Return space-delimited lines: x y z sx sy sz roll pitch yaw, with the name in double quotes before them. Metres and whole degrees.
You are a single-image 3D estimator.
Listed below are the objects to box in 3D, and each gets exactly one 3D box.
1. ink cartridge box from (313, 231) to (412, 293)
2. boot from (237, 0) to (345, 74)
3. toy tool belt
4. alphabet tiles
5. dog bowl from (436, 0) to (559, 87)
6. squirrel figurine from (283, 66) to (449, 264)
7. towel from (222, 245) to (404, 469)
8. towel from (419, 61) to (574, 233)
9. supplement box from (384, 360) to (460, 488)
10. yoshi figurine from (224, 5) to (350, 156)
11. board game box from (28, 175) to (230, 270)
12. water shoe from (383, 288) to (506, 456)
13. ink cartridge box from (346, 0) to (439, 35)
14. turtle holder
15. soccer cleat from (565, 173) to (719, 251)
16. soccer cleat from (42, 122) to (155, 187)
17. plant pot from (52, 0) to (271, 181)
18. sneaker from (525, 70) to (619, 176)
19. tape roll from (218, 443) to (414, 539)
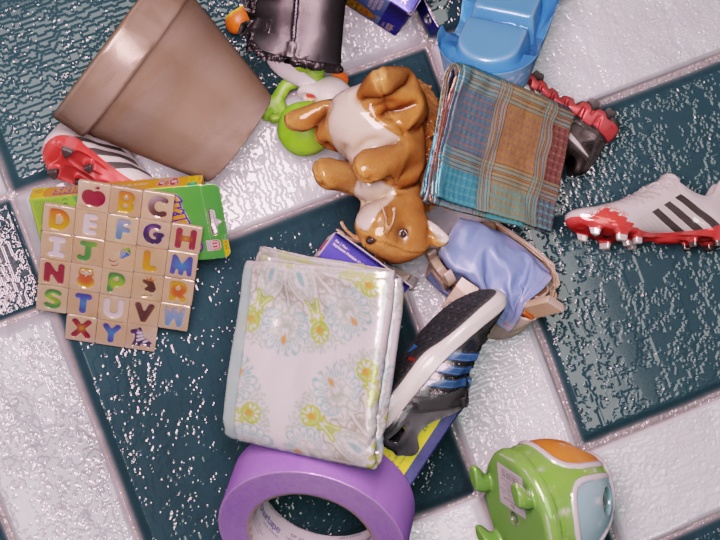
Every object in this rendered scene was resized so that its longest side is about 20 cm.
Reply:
"ink cartridge box" 0.000 0.000 1.374 0.095 0.200 0.037 36 86 -3
"boot" -0.023 -0.281 1.319 0.198 0.073 0.163 12 99 7
"toy tool belt" 0.125 -0.005 1.425 0.200 0.123 0.125 31 81 -4
"alphabet tiles" -0.259 -0.002 1.389 0.166 0.006 0.200 9 120 -6
"dog bowl" 0.152 -0.262 1.428 0.111 0.050 0.200 14 50 13
"squirrel figurine" 0.039 -0.103 1.366 0.141 0.200 0.187 -20 88 31
"towel" -0.048 0.084 1.292 0.171 0.048 0.200 9 93 28
"towel" 0.149 -0.124 1.359 0.200 0.022 0.147 12 88 -43
"supplement box" -0.007 0.134 1.415 0.200 0.110 0.109 35 85 -5
"yoshi figurine" -0.075 -0.208 1.427 0.112 0.112 0.200 -31 94 10
"board game box" -0.242 -0.050 1.382 0.200 0.030 0.096 -3 126 4
"water shoe" 0.086 0.104 1.349 0.200 0.071 0.079 -44 110 -6
"ink cartridge box" 0.008 -0.331 1.418 0.200 0.136 0.076 30 88 -4
"turtle holder" 0.213 0.272 1.421 0.132 0.141 0.186 -16 81 -23
"soccer cleat" 0.327 -0.069 1.476 0.200 0.069 0.085 2 79 -9
"soccer cleat" -0.255 -0.095 1.418 0.200 0.085 0.069 32 119 -22
"plant pot" -0.196 -0.190 1.370 0.173 0.200 0.200 36 85 -14
"sneaker" 0.188 -0.170 1.465 0.200 0.071 0.098 26 83 -6
"tape roll" -0.045 0.259 1.369 0.200 0.066 0.200 6 129 8
